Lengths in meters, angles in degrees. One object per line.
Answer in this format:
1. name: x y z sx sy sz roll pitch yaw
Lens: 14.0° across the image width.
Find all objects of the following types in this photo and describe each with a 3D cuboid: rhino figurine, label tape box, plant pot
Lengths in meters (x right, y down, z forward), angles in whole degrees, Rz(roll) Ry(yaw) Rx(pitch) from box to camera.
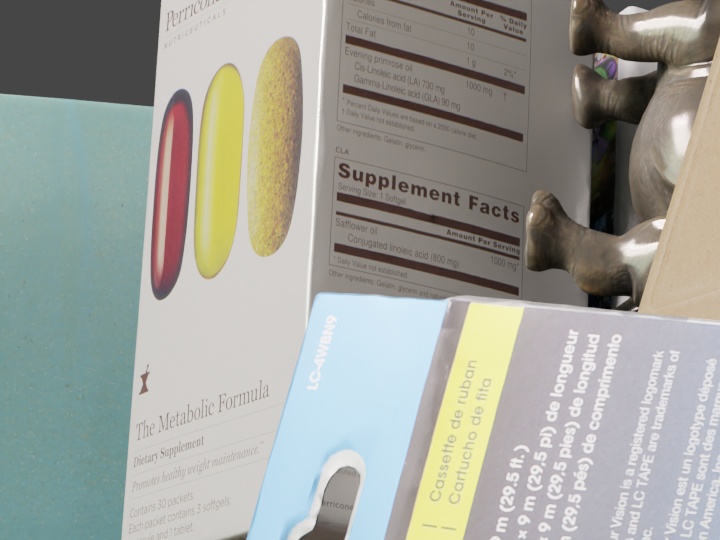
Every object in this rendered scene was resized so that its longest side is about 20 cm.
1. rhino figurine: 0.108 -0.059 0.918 0.060 0.087 0.201 72 -151 -66
2. label tape box: 0.069 0.088 0.710 0.199 0.066 0.144 4 68 29
3. plant pot: -0.112 0.046 1.038 0.141 0.141 0.201 142 132 -71

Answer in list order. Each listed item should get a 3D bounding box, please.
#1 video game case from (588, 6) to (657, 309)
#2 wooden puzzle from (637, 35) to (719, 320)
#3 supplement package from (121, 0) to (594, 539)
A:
1. video game case: 0.047 0.033 1.029 0.182 0.023 0.201 -40 36 46
2. wooden puzzle: 0.146 -0.064 0.753 0.185 0.037 0.201 -21 42 62
3. supplement package: 0.000 0.000 0.956 0.114 0.109 0.201 -22 60 53
